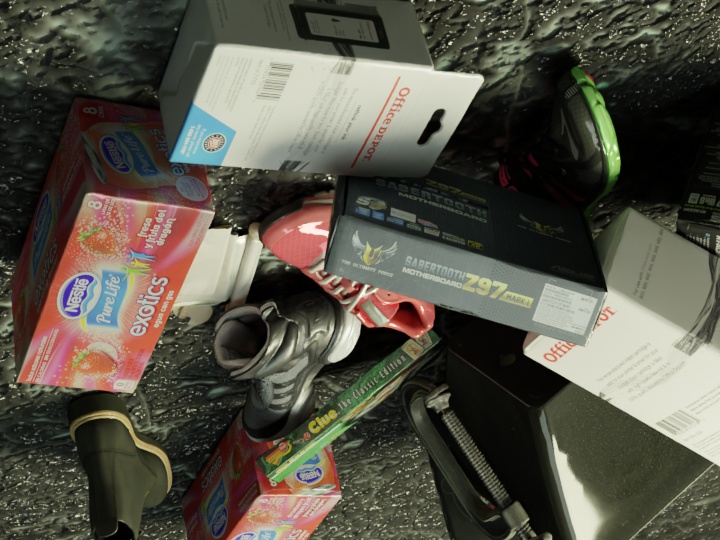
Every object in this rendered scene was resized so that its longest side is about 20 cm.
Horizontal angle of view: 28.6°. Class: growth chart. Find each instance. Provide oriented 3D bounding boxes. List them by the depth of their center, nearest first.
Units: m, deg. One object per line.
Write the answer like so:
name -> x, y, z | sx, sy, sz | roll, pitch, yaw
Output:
growth chart -> -0.174, 0.000, 1.157 | 0.198, 0.018, 0.145 | 3, 143, -26

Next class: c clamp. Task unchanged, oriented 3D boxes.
c clamp -> 0.102, 0.175, 1.294 | 0.027, 0.201, 0.171 | -31, 165, -16

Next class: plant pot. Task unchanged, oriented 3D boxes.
plant pot -> 0.188, 0.113, 1.288 | 0.199, 0.200, 0.178 | -37, 128, -15

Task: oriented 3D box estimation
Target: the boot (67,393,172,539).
boot -> -0.227, 0.224, 1.354 | 0.077, 0.140, 0.201 | -18, 148, 6

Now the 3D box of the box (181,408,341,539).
box -> -0.106, 0.235, 1.455 | 0.094, 0.101, 0.200 | 4, 143, -27

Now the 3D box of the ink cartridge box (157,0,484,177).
ink cartridge box -> -0.028, -0.129, 0.980 | 0.198, 0.068, 0.116 | 3, 143, -25

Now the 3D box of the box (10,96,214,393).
box -> -0.187, -0.014, 1.033 | 0.094, 0.103, 0.201 | 8, 134, -25

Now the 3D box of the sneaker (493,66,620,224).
sneaker -> 0.151, -0.077, 1.125 | 0.083, 0.077, 0.201 | -11, 146, -14

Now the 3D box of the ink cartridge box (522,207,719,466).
ink cartridge box -> 0.250, 0.056, 1.117 | 0.199, 0.085, 0.146 | 30, 150, -6

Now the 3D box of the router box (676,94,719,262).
router box -> 0.308, -0.033, 1.170 | 0.061, 0.151, 0.201 | 13, 148, 21

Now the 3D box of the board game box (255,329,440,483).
board game box -> -0.009, 0.126, 1.315 | 0.199, 0.024, 0.105 | -38, 172, -6

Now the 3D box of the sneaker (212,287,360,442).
sneaker -> -0.088, 0.084, 1.255 | 0.113, 0.076, 0.201 | 0, 140, -36

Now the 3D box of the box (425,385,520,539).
box -> 0.138, 0.216, 1.435 | 0.121, 0.202, 0.106 | -14, 147, -1

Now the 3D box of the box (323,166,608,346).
box -> 0.075, -0.023, 1.042 | 0.198, 0.158, 0.052 | 17, 112, -4

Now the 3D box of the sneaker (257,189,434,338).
sneaker -> 0.000, 0.000, 1.163 | 0.073, 0.088, 0.199 | -36, 143, 27
